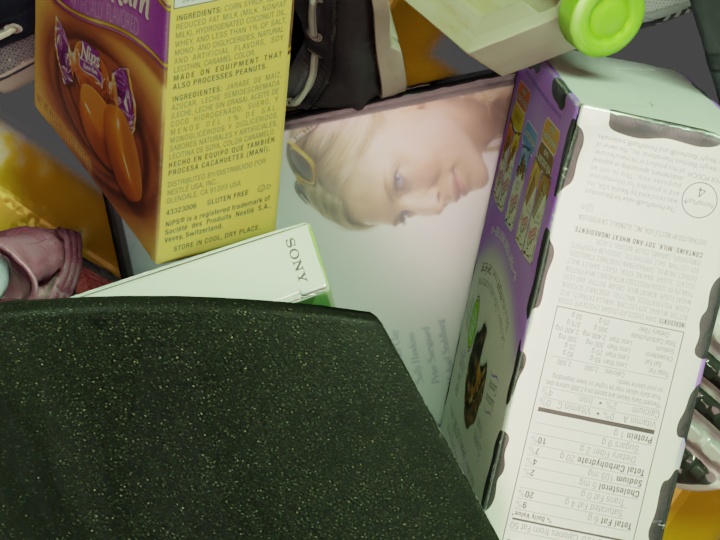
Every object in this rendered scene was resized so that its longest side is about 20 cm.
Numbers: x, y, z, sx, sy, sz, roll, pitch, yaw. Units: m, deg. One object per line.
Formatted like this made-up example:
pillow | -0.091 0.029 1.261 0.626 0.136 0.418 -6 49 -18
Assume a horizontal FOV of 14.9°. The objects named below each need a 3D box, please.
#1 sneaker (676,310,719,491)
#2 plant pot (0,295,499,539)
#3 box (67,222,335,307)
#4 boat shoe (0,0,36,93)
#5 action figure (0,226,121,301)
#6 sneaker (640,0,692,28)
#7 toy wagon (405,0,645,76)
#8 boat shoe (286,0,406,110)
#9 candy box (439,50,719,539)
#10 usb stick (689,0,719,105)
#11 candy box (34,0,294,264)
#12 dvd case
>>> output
sneaker | 0.184 0.016 1.132 0.075 0.081 0.200 44 117 -4
plant pot | -0.054 0.123 0.972 0.176 0.201 0.200 -17 58 -20
box | -0.069 0.065 1.079 0.143 0.200 0.037 -18 60 -3
boat shoe | -0.100 -0.146 1.076 0.200 0.093 0.075 -37 70 6
action figure | -0.172 0.015 1.122 0.198 0.134 0.150 -5 57 -12
sneaker | 0.155 -0.149 1.075 0.199 0.115 0.075 -26 100 5
toy wagon | 0.091 -0.173 1.057 0.039 0.155 0.200 29 101 -40
boat shoe | -0.025 -0.116 1.048 0.062 0.200 0.073 -17 65 0
candy box | 0.083 0.026 1.063 0.071 0.168 0.201 11 102 -5
usb stick | 0.167 -0.045 1.050 0.055 0.033 0.201 -8 106 37
candy box | -0.072 -0.118 0.995 0.056 0.117 0.201 -14 130 -26
dvd case | 0.000 0.000 1.152 0.198 0.018 0.144 -11 102 2
